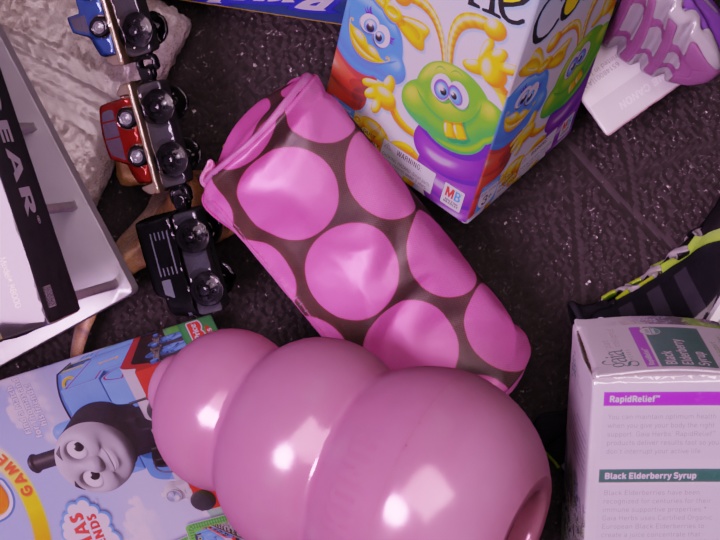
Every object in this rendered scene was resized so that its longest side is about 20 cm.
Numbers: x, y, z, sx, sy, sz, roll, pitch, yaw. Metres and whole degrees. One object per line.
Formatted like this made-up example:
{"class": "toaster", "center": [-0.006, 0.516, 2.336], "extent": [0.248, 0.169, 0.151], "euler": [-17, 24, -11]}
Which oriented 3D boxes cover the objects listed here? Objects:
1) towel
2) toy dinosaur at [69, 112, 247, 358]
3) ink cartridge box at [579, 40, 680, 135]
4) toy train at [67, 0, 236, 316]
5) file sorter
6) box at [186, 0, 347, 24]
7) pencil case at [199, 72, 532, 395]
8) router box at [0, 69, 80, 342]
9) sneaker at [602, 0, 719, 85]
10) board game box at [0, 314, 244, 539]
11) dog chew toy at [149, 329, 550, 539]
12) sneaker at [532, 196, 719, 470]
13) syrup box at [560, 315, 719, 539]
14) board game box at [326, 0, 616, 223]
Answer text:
{"class": "towel", "center": [-0.205, -0.129, 1.065], "extent": [0.199, 0.034, 0.133], "euler": [28, 81, 1]}
{"class": "toy dinosaur", "center": [-0.097, -0.031, 1.042], "extent": [0.199, 0.060, 0.107], "euler": [-30, 85, -8]}
{"class": "ink cartridge box", "center": [0.160, -0.195, 1.093], "extent": [0.199, 0.045, 0.177], "euler": [-34, 84, -8]}
{"class": "toy train", "center": [-0.110, -0.073, 1.004], "extent": [0.045, 0.034, 0.202], "euler": [-13, 98, 15]}
{"class": "file sorter", "center": [-0.230, -0.041, 0.976], "extent": [0.138, 0.125, 0.201], "euler": [-28, 91, 9]}
{"class": "box", "center": [-0.073, -0.187, 1.051], "extent": [0.198, 0.064, 0.071], "euler": [7, 66, -8]}
{"class": "pencil case", "center": [0.000, 0.000, 1.007], "extent": [0.093, 0.091, 0.200], "euler": [-37, 99, 7]}
{"class": "router box", "center": [-0.234, -0.049, 0.885], "extent": [0.156, 0.052, 0.201], "euler": [-18, 93, 10]}
{"class": "sneaker", "center": [0.137, -0.190, 1.034], "extent": [0.088, 0.081, 0.200], "euler": [-38, 84, -21]}
{"class": "board game box", "center": [-0.138, 0.119, 0.981], "extent": [0.199, 0.037, 0.152], "euler": [-18, 66, -23]}
{"class": "dog chew toy", "center": [-0.013, 0.089, 0.931], "extent": [0.199, 0.125, 0.125], "euler": [23, 79, 20]}
{"class": "sneaker", "center": [0.153, 0.026, 1.042], "extent": [0.082, 0.072, 0.201], "euler": [28, 80, 3]}
{"class": "syrup box", "center": [0.143, 0.130, 0.979], "extent": [0.081, 0.079, 0.202], "euler": [1, 108, -3]}
{"class": "board game box", "center": [0.064, -0.142, 0.979], "extent": [0.103, 0.201, 0.105], "euler": [36, 51, 18]}
